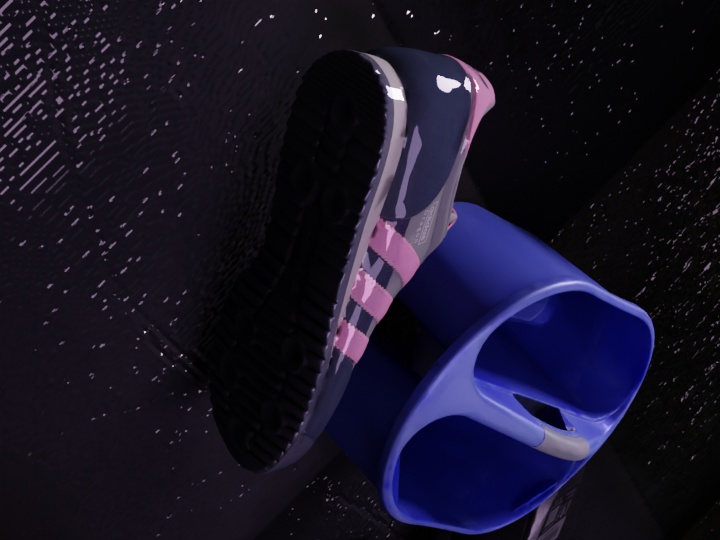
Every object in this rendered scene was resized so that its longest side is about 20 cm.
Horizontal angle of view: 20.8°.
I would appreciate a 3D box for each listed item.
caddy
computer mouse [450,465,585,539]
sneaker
[{"bbox_3d":[0.064,0.055,0.936,0.141,0.105,0.200,-54,150,9],"label":"caddy"},{"bbox_3d":[0.069,0.175,1.110,0.200,0.053,0.138,-68,163,5],"label":"computer mouse"},{"bbox_3d":[0.000,0.000,0.809,0.082,0.070,0.200,-10,135,-41],"label":"sneaker"}]
